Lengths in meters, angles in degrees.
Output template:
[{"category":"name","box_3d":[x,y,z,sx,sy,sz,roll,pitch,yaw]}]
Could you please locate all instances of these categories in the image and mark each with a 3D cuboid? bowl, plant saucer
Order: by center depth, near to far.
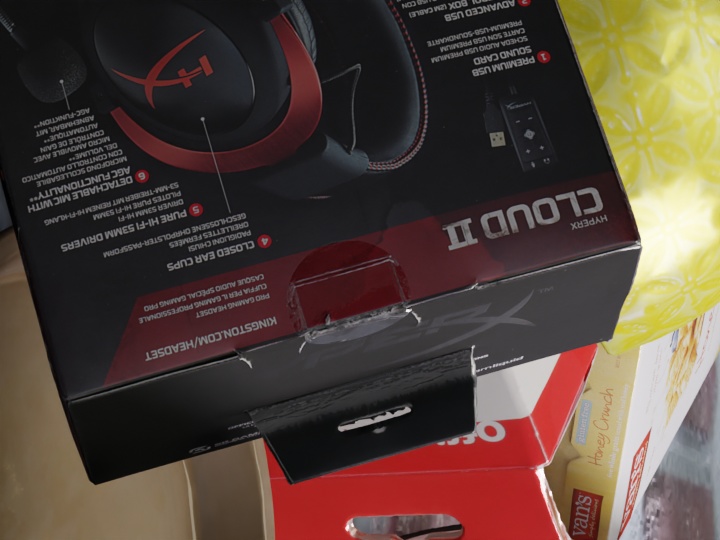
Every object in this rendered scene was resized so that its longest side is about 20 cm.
[{"category":"plant saucer","box_3d":[-0.086,0.083,0.726,0.200,0.029,0.201,10,79,-61]},{"category":"bowl","box_3d":[0.109,-0.080,0.855,0.200,0.107,0.201,-15,90,-81]}]

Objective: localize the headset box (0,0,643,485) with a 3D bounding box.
[{"category":"headset box","box_3d":[-0.023,-0.045,0.658,0.075,0.148,0.201,91,-18,-69]}]

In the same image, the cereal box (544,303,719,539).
[{"category":"cereal box","box_3d":[0.127,0.010,1.069,0.200,0.039,0.144,-54,154,-50]}]

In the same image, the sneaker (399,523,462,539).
[{"category":"sneaker","box_3d":[0.083,0.152,0.921,0.200,0.076,0.116,27,53,-22]}]

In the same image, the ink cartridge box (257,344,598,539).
[{"category":"ink cartridge box","box_3d":[0.000,0.000,0.802,0.067,0.116,0.200,-60,138,-49]}]
